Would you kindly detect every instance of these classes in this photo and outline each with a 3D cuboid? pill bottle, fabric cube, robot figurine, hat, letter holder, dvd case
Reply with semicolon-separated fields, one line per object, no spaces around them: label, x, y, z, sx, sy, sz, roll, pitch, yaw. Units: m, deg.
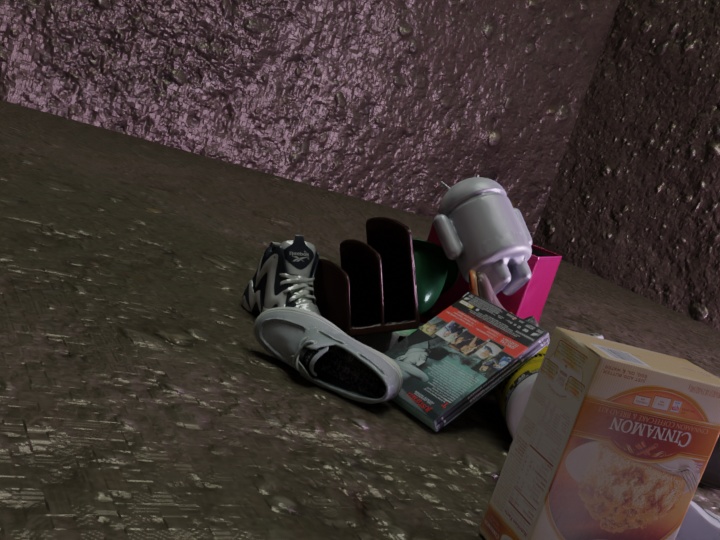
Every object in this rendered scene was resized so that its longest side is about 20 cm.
pill bottle;0.231;0.158;1.048;0.110;0.112;0.200;18;9;-1
fabric cube;0.211;0.034;1.414;0.199;0.201;0.196;23;12;23
robot figurine;0.190;-0.059;1.250;0.168;0.113;0.202;-6;64;-33
hat;0.073;0.065;1.240;0.165;0.200;0.177;27;50;-27
letter holder;0.000;0.000;1.140;0.099;0.144;0.200;-6;8;-16
dvd case;0.120;0.109;1.028;0.199;0.022;0.146;-32;37;-26

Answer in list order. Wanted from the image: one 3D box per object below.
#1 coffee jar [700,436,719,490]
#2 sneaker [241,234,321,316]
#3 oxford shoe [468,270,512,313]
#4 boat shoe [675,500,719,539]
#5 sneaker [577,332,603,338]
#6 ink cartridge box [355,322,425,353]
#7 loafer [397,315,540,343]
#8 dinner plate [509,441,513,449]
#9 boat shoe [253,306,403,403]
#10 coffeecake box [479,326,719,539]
coffee jar;0.491;0.238;1.167;0.103;0.086;0.200;21;10;12
sneaker;-0.090;0.021;1.135;0.079;0.131;0.199;10;13;-32
oxford shoe;0.214;0.083;1.175;0.072;0.201;0.071;-23;12;10
boat shoe;0.339;0.274;0.788;0.065;0.074;0.199;37;-4;-41
sneaker;0.327;0.145;1.144;0.073;0.117;0.200;-16;-17;4
ink cartridge box;0.046;0.087;1.274;0.160;0.051;0.200;11;15;-39
loafer;0.147;0.090;1.103;0.198;0.063;0.072;-19;-6;-4
dinner plate;0.256;0.203;0.848;0.198;0.024;0.201;5;-26;3
boat shoe;-0.044;0.100;0.969;0.199;0.071;0.071;24;8;12
coffeecake box;0.214;0.168;0.708;0.152;0.202;0.073;14;11;-22
